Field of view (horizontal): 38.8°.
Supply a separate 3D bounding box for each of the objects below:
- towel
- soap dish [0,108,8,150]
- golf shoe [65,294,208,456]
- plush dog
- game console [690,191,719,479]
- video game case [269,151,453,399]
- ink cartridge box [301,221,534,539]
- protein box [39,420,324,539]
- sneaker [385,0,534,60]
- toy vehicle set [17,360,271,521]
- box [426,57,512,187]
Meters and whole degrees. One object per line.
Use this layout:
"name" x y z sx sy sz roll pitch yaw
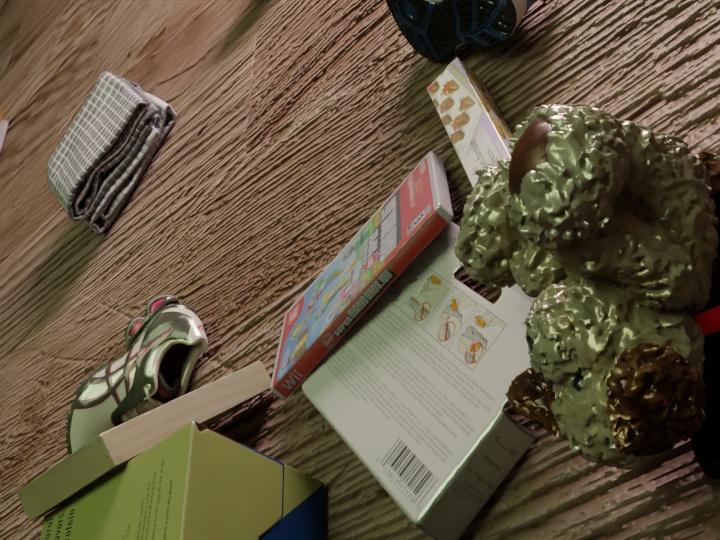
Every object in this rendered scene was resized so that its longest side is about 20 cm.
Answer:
"towel" -0.356 -0.172 1.431 0.202 0.085 0.165 -56 33 2
"soap dish" -0.798 -0.225 2.070 0.156 0.081 0.203 -32 42 35
"golf shoe" -0.227 0.123 1.030 0.088 0.077 0.202 33 92 50
"plush dog" 0.139 0.018 0.553 0.200 0.157 0.176 132 142 -81
"game console" 0.252 0.001 0.535 0.199 0.031 0.180 -31 46 37
"video game case" 0.000 0.000 0.831 0.200 0.017 0.143 -48 14 18
"ink cartridge box" 0.057 0.066 0.723 0.174 0.043 0.200 -51 32 0
"protein box" -0.139 0.256 0.743 0.199 0.134 0.201 -33 41 32
"sneaker" 0.094 -0.240 0.915 0.077 0.076 0.199 -42 29 -18
"toy vehicle set" -0.176 0.140 0.862 0.124 0.199 0.027 -34 83 34
"box" 0.099 -0.097 0.802 0.039 0.041 0.202 -43 35 21
